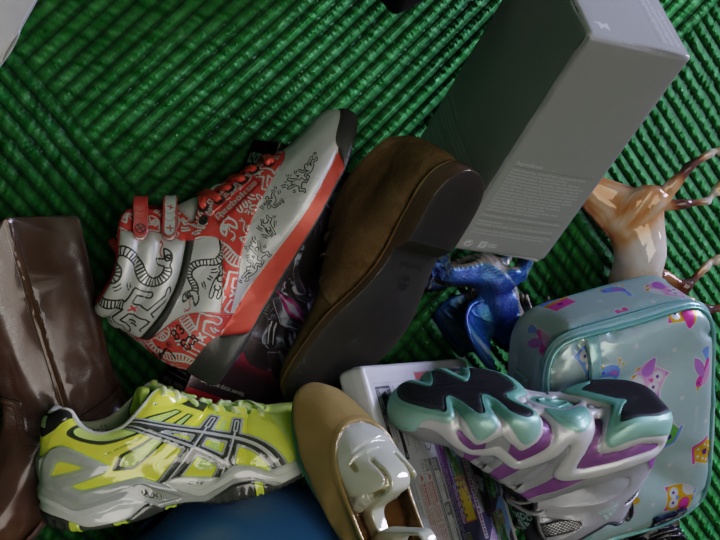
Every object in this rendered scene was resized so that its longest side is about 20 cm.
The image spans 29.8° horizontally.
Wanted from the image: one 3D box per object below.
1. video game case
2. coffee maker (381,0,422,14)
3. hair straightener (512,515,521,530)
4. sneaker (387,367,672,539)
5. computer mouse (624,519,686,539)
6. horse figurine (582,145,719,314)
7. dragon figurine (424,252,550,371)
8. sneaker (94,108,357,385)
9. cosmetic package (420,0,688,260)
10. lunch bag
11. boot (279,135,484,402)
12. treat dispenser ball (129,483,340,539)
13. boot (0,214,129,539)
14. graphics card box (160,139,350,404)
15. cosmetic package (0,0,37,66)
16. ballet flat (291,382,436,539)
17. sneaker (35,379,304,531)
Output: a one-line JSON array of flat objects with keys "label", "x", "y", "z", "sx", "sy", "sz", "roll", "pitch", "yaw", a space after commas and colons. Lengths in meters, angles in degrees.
[{"label": "video game case", "x": 0.058, "y": 0.162, "z": 0.950, "sx": 0.182, "sy": 0.023, "sz": 0.200, "roll": 4, "pitch": 68, "yaw": -63}, {"label": "coffee maker", "x": 0.087, "y": -0.261, "z": 0.923, "sx": 0.200, "sy": 0.192, "sz": 0.135, "roll": -26, "pitch": 66, "yaw": -4}, {"label": "hair straightener", "x": 0.146, "y": 0.186, "z": 1.093, "sx": 0.077, "sy": 0.041, "sz": 0.200, "roll": -40, "pitch": 118, "yaw": -17}, {"label": "sneaker", "x": 0.106, "y": 0.144, "z": 0.919, "sx": 0.200, "sy": 0.078, "sz": 0.140, "roll": 6, "pitch": 113, "yaw": -12}, {"label": "computer mouse", "x": 0.214, "y": 0.285, "z": 1.115, "sx": 0.138, "sy": 0.053, "sz": 0.200, "roll": -24, "pitch": 122, "yaw": -1}, {"label": "horse figurine", "x": 0.242, "y": -0.017, "z": 1.097, "sx": 0.132, "sy": 0.050, "sz": 0.200, "roll": -16, "pitch": 111, "yaw": -12}, {"label": "dragon figurine", "x": 0.095, "y": 0.039, "z": 1.024, "sx": 0.099, "sy": 0.059, "sz": 0.200, "roll": -35, "pitch": 117, "yaw": -18}, {"label": "sneaker", "x": -0.090, "y": -0.037, "z": 0.868, "sx": 0.108, "sy": 0.067, "sz": 0.202, "roll": 30, "pitch": 89, "yaw": -10}, {"label": "cosmetic package", "x": 0.124, "y": -0.113, "z": 0.924, "sx": 0.090, "sy": 0.107, "sz": 0.200, "roll": 9, "pitch": 137, "yaw": -28}, {"label": "lunch bag", "x": 0.184, "y": 0.114, "z": 1.014, "sx": 0.160, "sy": 0.077, "sz": 0.200, "roll": -14, "pitch": 115, "yaw": -23}, {"label": "boot", "x": 0.000, "y": 0.000, "z": 0.916, "sx": 0.200, "sy": 0.075, "sz": 0.074, "roll": -56, "pitch": 145, "yaw": 9}, {"label": "treat dispenser ball", "x": -0.071, "y": 0.237, "z": 0.886, "sx": 0.201, "sy": 0.201, "sz": 0.201, "roll": -5, "pitch": 100, "yaw": -27}, {"label": "boot", "x": -0.236, "y": 0.073, "z": 0.852, "sx": 0.186, "sy": 0.064, "sz": 0.200, "roll": -27, "pitch": 112, "yaw": -34}, {"label": "graphics card box", "x": -0.050, "y": 0.022, "z": 0.951, "sx": 0.125, "sy": 0.051, "sz": 0.200, "roll": 23, "pitch": 85, "yaw": -28}, {"label": "cosmetic package", "x": -0.293, "y": -0.178, "z": 0.772, "sx": 0.200, "sy": 0.090, "sz": 0.107, "roll": 34, "pitch": 81, "yaw": -31}, {"label": "ballet flat", "x": 0.019, "y": 0.152, "z": 0.826, "sx": 0.069, "sy": 0.063, "sz": 0.200, "roll": -11, "pitch": 73, "yaw": -42}, {"label": "sneaker", "x": -0.105, "y": 0.106, "z": 0.854, "sx": 0.200, "sy": 0.075, "sz": 0.077, "roll": -12, "pitch": 98, "yaw": -23}]
